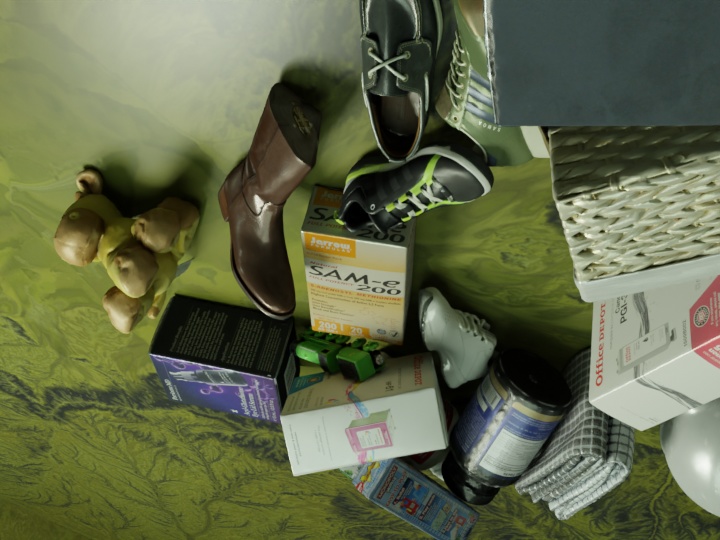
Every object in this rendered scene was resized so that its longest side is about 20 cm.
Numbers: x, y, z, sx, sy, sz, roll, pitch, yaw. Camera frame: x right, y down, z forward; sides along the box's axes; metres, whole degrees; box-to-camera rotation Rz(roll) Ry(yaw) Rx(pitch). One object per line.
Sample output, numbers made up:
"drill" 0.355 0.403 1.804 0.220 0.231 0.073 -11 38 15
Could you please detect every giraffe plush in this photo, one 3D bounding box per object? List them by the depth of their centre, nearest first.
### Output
"giraffe plush" -0.306 -0.038 0.942 0.160 0.175 0.200 29 178 -1

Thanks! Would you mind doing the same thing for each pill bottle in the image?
"pill bottle" 0.187 0.214 1.006 0.110 0.112 0.202 21 118 -9
"pill bottle" 0.074 0.221 1.117 0.199 0.113 0.112 38 139 -12

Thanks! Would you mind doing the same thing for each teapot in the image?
"teapot" 0.453 0.205 0.954 0.194 0.204 0.146 -7 -165 -27

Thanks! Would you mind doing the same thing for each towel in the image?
"towel" 0.288 0.216 1.011 0.084 0.168 0.201 21 142 -4

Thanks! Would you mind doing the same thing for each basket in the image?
"basket" 0.265 -0.079 0.647 0.197 0.137 0.124 -16 132 25

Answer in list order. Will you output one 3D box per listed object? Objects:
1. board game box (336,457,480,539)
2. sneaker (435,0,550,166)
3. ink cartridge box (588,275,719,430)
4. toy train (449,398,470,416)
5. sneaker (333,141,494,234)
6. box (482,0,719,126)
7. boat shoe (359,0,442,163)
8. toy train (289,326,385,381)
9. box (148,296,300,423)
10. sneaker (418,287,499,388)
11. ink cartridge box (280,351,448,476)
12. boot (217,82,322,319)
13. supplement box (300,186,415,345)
"board game box" 0.037 0.279 1.019 0.198 0.062 0.200 27 168 40
"sneaker" 0.103 -0.162 0.668 0.088 0.068 0.201 -13 138 25
"ink cartridge box" 0.341 0.065 0.809 0.082 0.148 0.200 26 142 -13
"toy train" 0.167 0.222 1.174 0.046 0.035 0.198 35 140 -30
"sneaker" 0.049 -0.069 0.762 0.071 0.084 0.198 39 155 -31
"box" 0.187 -0.203 0.476 0.196 0.199 0.125 3 142 17
"boat shoe" 0.034 -0.186 0.668 0.070 0.068 0.202 8 141 13
"toy train" -0.037 0.113 1.029 0.199 0.056 0.042 6 120 57
"box" -0.200 0.137 1.140 0.196 0.106 0.149 9 144 8
"sneaker" 0.129 0.081 0.989 0.086 0.076 0.201 -15 142 18
"ink cartridge box" 0.009 0.180 0.969 0.196 0.145 0.086 -10 101 5
"boot" -0.082 -0.069 0.793 0.063 0.189 0.200 -16 163 -38
"supplement box" 0.000 0.000 0.914 0.123 0.074 0.202 8 143 8
